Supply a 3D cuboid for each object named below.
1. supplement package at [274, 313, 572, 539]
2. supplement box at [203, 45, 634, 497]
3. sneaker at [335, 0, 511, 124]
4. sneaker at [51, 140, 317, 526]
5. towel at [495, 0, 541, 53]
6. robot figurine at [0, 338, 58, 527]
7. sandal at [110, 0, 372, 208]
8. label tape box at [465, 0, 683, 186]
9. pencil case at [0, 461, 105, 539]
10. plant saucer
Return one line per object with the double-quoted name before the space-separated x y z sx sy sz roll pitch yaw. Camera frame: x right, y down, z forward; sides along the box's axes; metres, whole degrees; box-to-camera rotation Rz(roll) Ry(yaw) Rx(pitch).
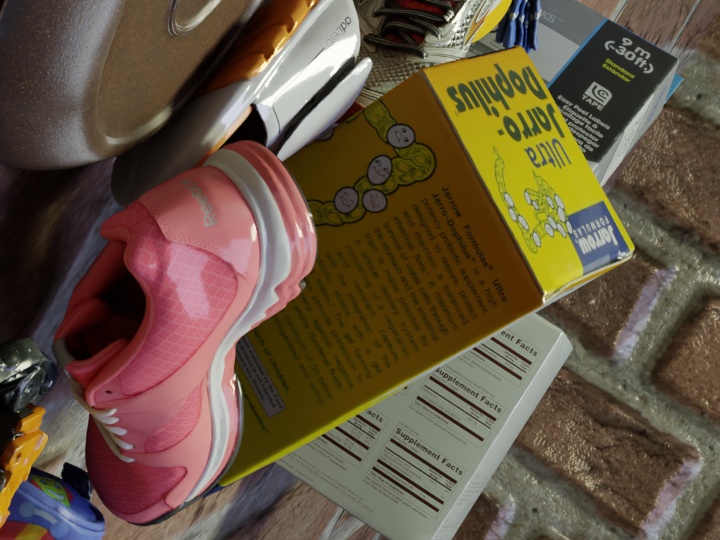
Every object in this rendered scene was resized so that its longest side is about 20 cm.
"supplement package" 0.050 0.100 1.684 0.201 0.147 0.191 -57 171 -1
"supplement box" 0.000 0.000 0.957 0.199 0.110 0.109 -31 176 29
"sneaker" 0.028 -0.136 1.063 0.082 0.077 0.200 108 8 -45
"sneaker" -0.089 0.031 0.845 0.086 0.074 0.201 -18 146 -37
"towel" 0.115 -0.230 1.162 0.145 0.024 0.201 -75 -179 -54
"robot figurine" -0.177 0.087 0.751 0.146 0.058 0.200 -61 170 20
"sandal" -0.020 -0.092 0.885 0.079 0.059 0.207 -7 -139 56
"label tape box" 0.100 -0.119 1.241 0.200 0.144 0.063 -49 166 -44
"pencil case" -0.185 0.161 0.900 0.078 0.087 0.201 32 89 -39
"plant saucer" -0.063 -0.115 0.769 0.201 0.032 0.200 -55 171 -13
